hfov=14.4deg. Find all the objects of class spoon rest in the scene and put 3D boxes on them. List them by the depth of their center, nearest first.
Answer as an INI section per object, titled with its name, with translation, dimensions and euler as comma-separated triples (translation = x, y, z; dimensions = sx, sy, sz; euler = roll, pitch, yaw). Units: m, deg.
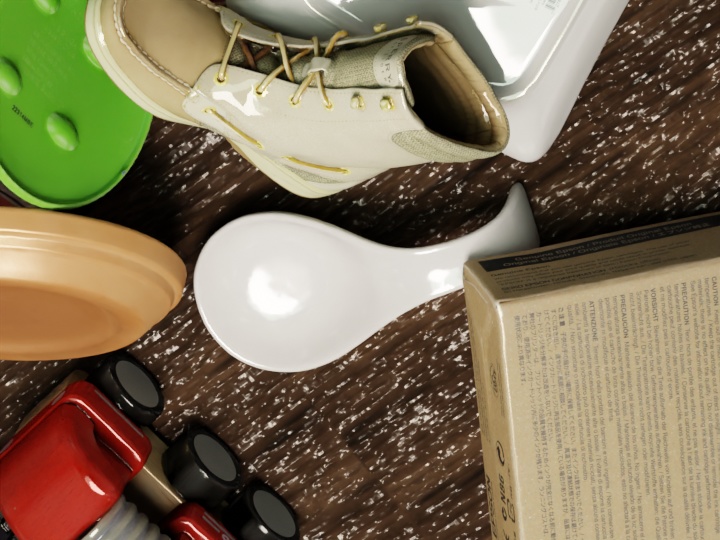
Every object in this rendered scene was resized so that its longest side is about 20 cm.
[spoon rest]
translation = 0.000, 0.000, 1.612
dimensions = 0.200, 0.061, 0.100
euler = -15, 109, 14

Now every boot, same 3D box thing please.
[boot]
translation = -0.032, -0.107, 1.503
dimensions = 0.200, 0.072, 0.154
euler = 33, 154, -35

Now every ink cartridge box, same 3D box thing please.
[ink cartridge box]
translation = 0.151, 0.081, 1.587
dimensions = 0.164, 0.075, 0.201
euler = -11, 111, -11

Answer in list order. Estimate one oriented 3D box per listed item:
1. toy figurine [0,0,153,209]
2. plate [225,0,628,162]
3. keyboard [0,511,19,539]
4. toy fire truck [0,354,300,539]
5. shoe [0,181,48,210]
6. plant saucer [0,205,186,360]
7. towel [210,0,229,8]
[toy figurine]
translation = -0.239, -0.125, 1.542
dimensions = 0.184, 0.150, 0.200
euler = 5, 153, 35
[plate]
translation = 0.055, -0.179, 1.530
dimensions = 0.200, 0.032, 0.200
euler = 27, 107, -7
[keyboard]
translation = -0.198, 0.202, 1.639
dimensions = 0.021, 0.127, 0.200
euler = -29, 105, 29
[toy fire truck]
translation = -0.145, 0.173, 1.629
dimensions = 0.129, 0.200, 0.176
euler = -41, 101, 21
[shoe]
translation = -0.267, -0.027, 1.625
dimensions = 0.200, 0.091, 0.072
euler = 24, 114, -2
[plant saucer]
translation = -0.197, 0.012, 1.585
dimensions = 0.200, 0.200, 0.038
euler = -2, 73, 10
[towel]
translation = -0.068, -0.191, 1.567
dimensions = 0.199, 0.023, 0.144
euler = -1, 110, 8
